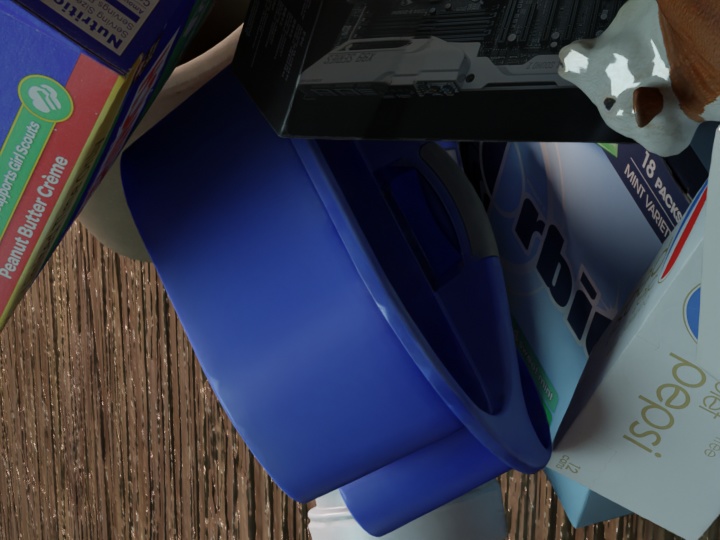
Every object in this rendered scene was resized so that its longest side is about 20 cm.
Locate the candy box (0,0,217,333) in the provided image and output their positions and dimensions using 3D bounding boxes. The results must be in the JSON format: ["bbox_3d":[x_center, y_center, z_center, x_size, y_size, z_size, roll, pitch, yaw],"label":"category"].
[{"bbox_3d":[-0.094,-0.099,0.965,0.077,0.200,0.169,33,140,-3],"label":"candy box"}]

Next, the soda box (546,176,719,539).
[{"bbox_3d":[0.134,0.015,0.969,0.064,0.068,0.200,-63,0,-37],"label":"soda box"}]

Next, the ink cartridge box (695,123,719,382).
[{"bbox_3d":[0.202,0.017,0.742,0.200,0.146,0.085,-138,42,-54],"label":"ink cartridge box"}]

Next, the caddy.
[{"bbox_3d":[0.000,0.000,1.022,0.200,0.105,0.141,63,-166,26],"label":"caddy"}]

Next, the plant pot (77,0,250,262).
[{"bbox_3d":[-0.108,-0.101,1.429,0.200,0.200,0.175,57,169,41],"label":"plant pot"}]

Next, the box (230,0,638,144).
[{"bbox_3d":[0.057,-0.140,0.946,0.050,0.157,0.200,54,134,45],"label":"box"}]

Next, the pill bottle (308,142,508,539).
[{"bbox_3d":[0.002,0.023,1.163,0.112,0.112,0.201,169,89,-68],"label":"pill bottle"}]

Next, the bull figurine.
[{"bbox_3d":[0.127,-0.107,0.845,0.200,0.065,0.122,-14,88,58],"label":"bull figurine"}]

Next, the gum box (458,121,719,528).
[{"bbox_3d":[0.091,-0.022,1.128,0.200,0.044,0.170,103,148,-48],"label":"gum box"}]
